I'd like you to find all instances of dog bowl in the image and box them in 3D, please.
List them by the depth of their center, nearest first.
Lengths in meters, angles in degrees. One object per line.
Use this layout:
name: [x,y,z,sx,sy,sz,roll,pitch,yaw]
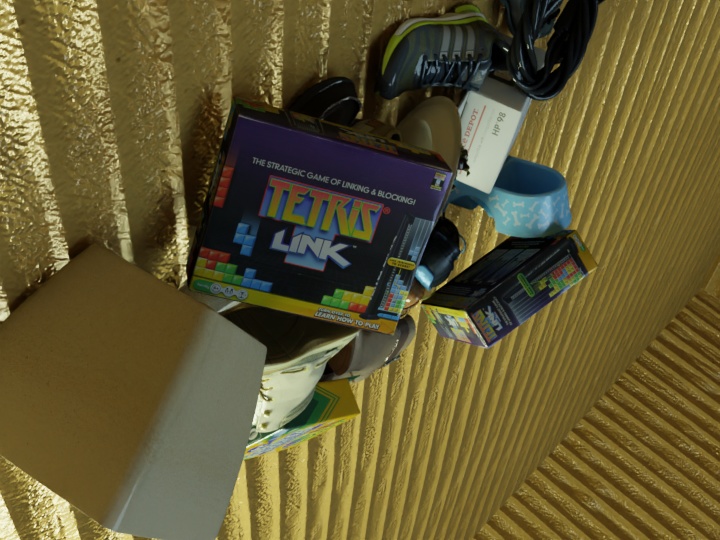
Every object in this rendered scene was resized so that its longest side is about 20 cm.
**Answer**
dog bowl: [0.161,-0.100,1.280,0.111,0.198,0.050,-33,134,-43]

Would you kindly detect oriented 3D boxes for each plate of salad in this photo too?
plate of salad: [0.052,-0.079,1.085,0.048,0.201,0.202,22,109,-23]

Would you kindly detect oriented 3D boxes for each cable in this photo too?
cable: [0.219,-0.277,1.143,0.201,0.050,0.164,-53,157,-22]

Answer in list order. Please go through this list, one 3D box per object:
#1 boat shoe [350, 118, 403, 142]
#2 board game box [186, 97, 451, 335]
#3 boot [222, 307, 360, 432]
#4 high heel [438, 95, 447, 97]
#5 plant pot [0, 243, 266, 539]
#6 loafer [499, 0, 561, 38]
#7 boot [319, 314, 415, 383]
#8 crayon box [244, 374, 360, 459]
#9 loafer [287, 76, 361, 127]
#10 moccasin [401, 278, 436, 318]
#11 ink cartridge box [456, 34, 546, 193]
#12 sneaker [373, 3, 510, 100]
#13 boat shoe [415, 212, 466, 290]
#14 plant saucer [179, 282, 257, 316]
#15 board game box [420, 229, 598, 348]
boat shoe: [-0.023,-0.066,1.063,0.075,0.068,0.202,37,72,-38]
board game box: [-0.039,-0.044,0.951,0.197,0.057,0.167,12,113,-17]
boot: [-0.102,0.105,1.083,0.198,0.072,0.155,-13,146,-42]
high heel: [0.058,-0.110,1.247,0.096,0.067,0.202,-53,162,-43]
plant pot: [-0.192,0.098,0.900,0.179,0.198,0.200,-60,158,-7]
loafer: [0.198,-0.305,1.199,0.200,0.062,0.073,24,85,-66]
boot: [0.010,0.090,1.379,0.145,0.071,0.200,-19,163,-29]
crayon box: [-0.088,0.182,1.301,0.125,0.052,0.199,-30,166,28]
loafer: [-0.057,-0.092,1.022,0.201,0.071,0.073,-54,157,3]
moccasin: [0.050,0.022,1.337,0.074,0.078,0.201,-50,180,-9]
ink cartridge box: [0.150,-0.172,1.224,0.201,0.066,0.117,-60,170,-49]
sneaker: [0.090,-0.220,1.106,0.199,0.081,0.074,-33,150,-39]
boat shoe: [0.095,-0.029,1.294,0.068,0.084,0.200,-39,-161,10]
plant saucer: [-0.137,0.064,1.090,0.199,0.036,0.201,-32,153,-18]
board game box: [0.174,0.019,1.294,0.165,0.057,0.200,-37,-173,-8]
